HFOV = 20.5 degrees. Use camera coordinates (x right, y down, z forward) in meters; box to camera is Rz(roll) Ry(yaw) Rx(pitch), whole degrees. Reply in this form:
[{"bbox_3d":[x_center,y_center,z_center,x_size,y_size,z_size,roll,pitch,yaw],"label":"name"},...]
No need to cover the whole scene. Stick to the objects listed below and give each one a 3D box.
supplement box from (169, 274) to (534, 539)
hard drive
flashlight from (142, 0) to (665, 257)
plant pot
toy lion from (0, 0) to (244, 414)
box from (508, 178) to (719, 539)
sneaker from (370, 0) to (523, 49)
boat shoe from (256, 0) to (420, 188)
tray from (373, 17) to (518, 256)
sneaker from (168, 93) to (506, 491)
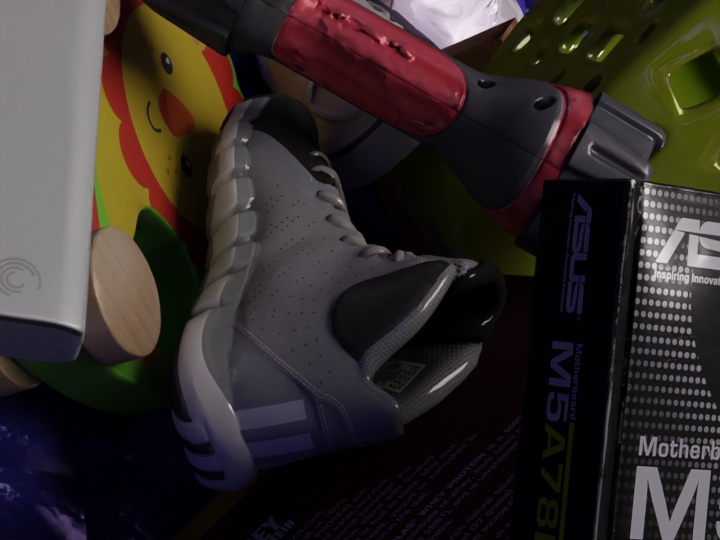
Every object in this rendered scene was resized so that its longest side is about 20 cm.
[{"bbox_3d":[0.060,0.113,0.716,0.197,0.200,0.133,-43,114,-25],"label":"supplement box"},{"bbox_3d":[-0.150,-0.070,0.646,0.131,0.026,0.200,9,56,-15],"label":"hard drive"},{"bbox_3d":[0.014,-0.073,0.751,0.200,0.068,0.068,30,47,-2],"label":"flashlight"},{"bbox_3d":[0.132,-0.026,0.890,0.199,0.181,0.200,53,1,-16],"label":"plant pot"},{"bbox_3d":[-0.089,-0.038,0.785,0.192,0.068,0.201,31,46,-61],"label":"toy lion"},{"bbox_3d":[0.135,0.077,0.617,0.200,0.047,0.194,8,90,-34],"label":"box"},{"bbox_3d":[0.069,-0.158,1.079,0.200,0.115,0.076,8,65,-60],"label":"sneaker"},{"bbox_3d":[-0.010,-0.092,0.880,0.066,0.072,0.200,44,6,-18],"label":"boat shoe"},{"bbox_3d":[0.077,-0.018,1.017,0.200,0.098,0.037,61,28,-15],"label":"tray"},{"bbox_3d":[0.000,0.000,0.755,0.200,0.115,0.075,-84,160,-46],"label":"sneaker"}]
